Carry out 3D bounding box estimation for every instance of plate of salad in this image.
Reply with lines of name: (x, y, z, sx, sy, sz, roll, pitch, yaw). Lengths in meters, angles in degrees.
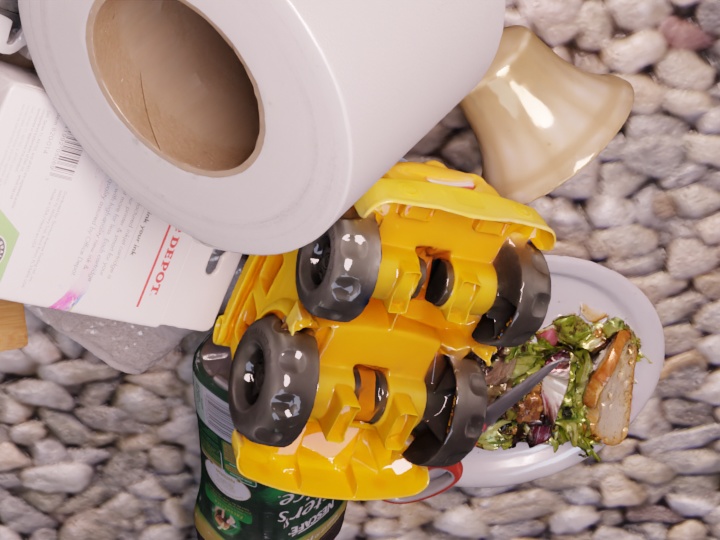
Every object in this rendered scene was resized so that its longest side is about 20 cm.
plate of salad: (0.097, 0.073, 1.237, 0.200, 0.048, 0.200, -6, 132, -7)

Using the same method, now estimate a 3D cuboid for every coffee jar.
coffee jar: (-0.056, 0.114, 1.269, 0.085, 0.104, 0.200, 31, 142, 24)

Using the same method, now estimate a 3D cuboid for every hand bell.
hand bell: (0.047, -0.139, 1.061, 0.104, 0.104, 0.200, -32, 113, 27)

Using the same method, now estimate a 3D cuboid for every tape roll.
tape roll: (-0.049, -0.127, 0.965, 0.203, 0.139, 0.203, 25, 138, 25)

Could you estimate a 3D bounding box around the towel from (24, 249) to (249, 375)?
towel: (-0.163, -0.019, 1.199, 0.133, 0.034, 0.200, -34, 124, 29)

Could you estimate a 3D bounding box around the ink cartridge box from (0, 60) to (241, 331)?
ink cartridge box: (-0.152, -0.039, 1.089, 0.200, 0.067, 0.117, 14, 101, -48)

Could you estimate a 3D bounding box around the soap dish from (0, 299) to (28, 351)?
soap dish: (-0.301, 0.001, 1.097, 0.157, 0.200, 0.081, 30, 109, 25)

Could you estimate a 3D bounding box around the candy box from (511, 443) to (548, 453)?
candy box: (0.054, 0.056, 1.269, 0.102, 0.026, 0.200, -13, 132, 9)

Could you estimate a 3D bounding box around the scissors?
scissors: (0.070, 0.101, 1.219, 0.073, 0.014, 0.200, 33, 134, -32)

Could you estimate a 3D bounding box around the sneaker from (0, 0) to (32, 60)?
sneaker: (-0.141, -0.144, 1.055, 0.200, 0.066, 0.091, 17, 101, -35)

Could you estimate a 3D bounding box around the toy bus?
toy bus: (0.000, 0.000, 1.107, 0.136, 0.192, 0.200, 11, 124, -26)
